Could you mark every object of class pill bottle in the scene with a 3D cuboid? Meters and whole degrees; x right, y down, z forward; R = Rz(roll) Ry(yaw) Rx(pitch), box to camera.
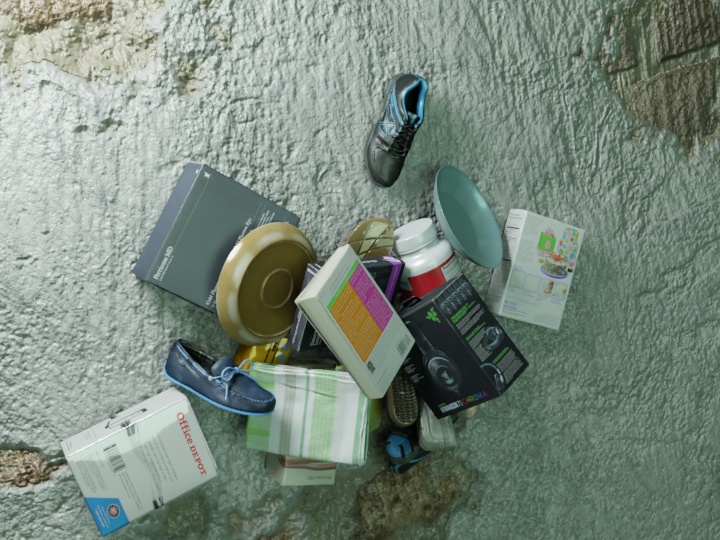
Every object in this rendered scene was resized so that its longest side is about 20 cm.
[{"bbox_3d":[0.126,0.016,1.562,0.112,0.112,0.201,-31,108,-18],"label":"pill bottle"}]

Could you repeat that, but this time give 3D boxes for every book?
[{"bbox_3d":[0.001,0.078,1.365,0.201,0.048,0.134,56,45,-20],"label":"book"}]

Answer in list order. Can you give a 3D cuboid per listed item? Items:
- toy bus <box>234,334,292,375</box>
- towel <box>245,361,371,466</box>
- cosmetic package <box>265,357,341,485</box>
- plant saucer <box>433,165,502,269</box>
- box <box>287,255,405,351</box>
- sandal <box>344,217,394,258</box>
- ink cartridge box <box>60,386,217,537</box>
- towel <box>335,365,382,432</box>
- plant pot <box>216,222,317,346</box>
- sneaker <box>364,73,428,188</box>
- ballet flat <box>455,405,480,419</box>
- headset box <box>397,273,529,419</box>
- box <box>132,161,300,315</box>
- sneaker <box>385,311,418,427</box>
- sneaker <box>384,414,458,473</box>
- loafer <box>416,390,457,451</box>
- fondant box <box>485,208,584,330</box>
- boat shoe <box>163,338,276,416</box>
[{"bbox_3d":[-0.163,0.137,1.472,0.078,0.065,0.201,21,88,-27],"label":"toy bus"},{"bbox_3d":[-0.084,0.229,1.413,0.198,0.031,0.150,6,97,8],"label":"towel"},{"bbox_3d":[-0.092,0.254,1.507,0.103,0.087,0.202,3,96,-26],"label":"cosmetic package"},{"bbox_3d":[0.180,-0.087,1.569,0.201,0.039,0.202,36,38,-35],"label":"plant saucer"},{"bbox_3d":[-0.021,0.051,1.454,0.199,0.036,0.144,-6,120,-46],"label":"box"},{"bbox_3d":[0.000,0.000,1.536,0.080,0.054,0.201,14,107,-7],"label":"sandal"},{"bbox_3d":[-0.346,0.296,1.398,0.199,0.084,0.147,-25,106,-21],"label":"ink cartridge box"},{"bbox_3d":[-0.004,0.219,1.515,0.200,0.023,0.145,-10,107,-65],"label":"towel"},{"bbox_3d":[-0.135,0.026,1.379,0.199,0.027,0.202,-22,122,-40],"label":"plant pot"},{"bbox_3d":[0.062,-0.239,1.514,0.073,0.082,0.202,10,94,-27],"label":"sneaker"},{"bbox_3d":[0.188,0.164,1.600,0.067,0.068,0.201,62,30,-56],"label":"ballet flat"},{"bbox_3d":[0.144,0.122,1.464,0.093,0.174,0.201,-38,93,-39],"label":"headset box"},{"bbox_3d":[-0.226,-0.041,1.396,0.181,0.104,0.201,29,84,-27],"label":"box"},{"bbox_3d":[0.063,0.175,1.564,0.070,0.076,0.202,6,75,-15],"label":"sneaker"},{"bbox_3d":[0.118,0.287,1.622,0.200,0.073,0.082,-36,146,-25],"label":"sneaker"},{"bbox_3d":[0.131,0.223,1.572,0.069,0.070,0.201,1,59,-8],"label":"loafer"},{"bbox_3d":[0.329,-0.001,1.684,0.143,0.058,0.202,15,92,-26],"label":"fondant box"},{"bbox_3d":[-0.221,0.166,1.385,0.199,0.084,0.069,19,103,13],"label":"boat shoe"}]
